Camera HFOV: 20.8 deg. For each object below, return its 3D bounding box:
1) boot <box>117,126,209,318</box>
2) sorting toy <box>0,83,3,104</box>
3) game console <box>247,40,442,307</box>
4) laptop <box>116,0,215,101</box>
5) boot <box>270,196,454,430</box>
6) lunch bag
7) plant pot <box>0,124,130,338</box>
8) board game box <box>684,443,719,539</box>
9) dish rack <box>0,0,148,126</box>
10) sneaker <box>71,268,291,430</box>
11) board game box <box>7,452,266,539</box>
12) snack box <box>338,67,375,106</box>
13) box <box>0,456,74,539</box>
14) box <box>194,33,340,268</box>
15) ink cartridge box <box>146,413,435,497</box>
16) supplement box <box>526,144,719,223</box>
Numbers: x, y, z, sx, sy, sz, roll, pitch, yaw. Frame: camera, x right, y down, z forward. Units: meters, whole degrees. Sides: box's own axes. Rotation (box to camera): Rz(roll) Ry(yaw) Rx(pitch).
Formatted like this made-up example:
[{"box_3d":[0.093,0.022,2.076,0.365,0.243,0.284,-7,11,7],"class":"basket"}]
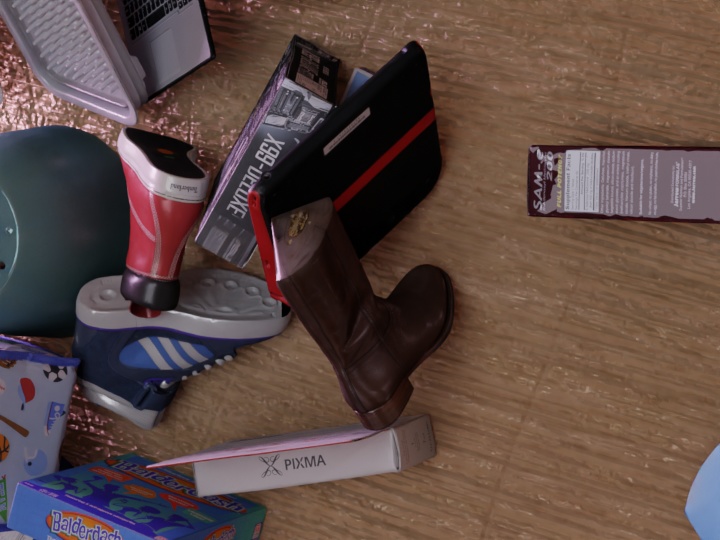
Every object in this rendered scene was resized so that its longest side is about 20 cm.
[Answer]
[{"box_3d":[-0.187,-0.041,1.732,0.072,0.200,0.146,9,107,-16],"class":"boot"},{"box_3d":[-0.382,-0.242,1.801,0.106,0.200,0.181,-26,78,0],"class":"sorting toy"},{"box_3d":[-0.010,-0.075,1.615,0.031,0.178,0.200,34,66,29],"class":"game console"},{"box_3d":[-0.230,-0.255,1.716,0.187,0.115,0.202,-17,86,64],"class":"laptop"},{"box_3d":[0.000,0.000,1.603,0.064,0.187,0.201,-10,129,29],"class":"boot"},{"box_3d":[-0.348,0.143,1.797,0.199,0.123,0.172,7,86,55],"class":"lunch bag"},{"box_3d":[-0.321,-0.034,1.791,0.199,0.161,0.203,1,93,23],"class":"plant pot"},{"box_3d":[0.364,0.208,1.578,0.157,0.039,0.201,-34,85,17],"class":"board game box"},{"box_3d":[-0.268,-0.230,1.751,0.171,0.044,0.201,22,147,44],"class":"dish rack"},{"box_3d":[-0.164,0.079,1.787,0.198,0.081,0.148,1,127,-3],"class":"sneaker"},{"box_3d":[-0.193,0.217,1.728,0.151,0.200,0.045,19,99,20],"class":"board game box"},{"box_3d":[-0.011,-0.073,1.729,0.071,0.024,0.202,29,103,20],"class":"snack box"},{"box_3d":[-0.292,0.250,1.862,0.200,0.032,0.122,41,107,19],"class":"box"},{"box_3d":[-0.077,-0.105,1.662,0.049,0.200,0.159,28,104,-8],"class":"box"},{"box_3d":[-0.057,0.164,1.680,0.198,0.173,0.044,-10,91,23],"class":"ink cartridge box"},{"box_3d":[0.243,-0.070,1.575,0.198,0.109,0.062,3,95,24],"class":"supplement box"}]
